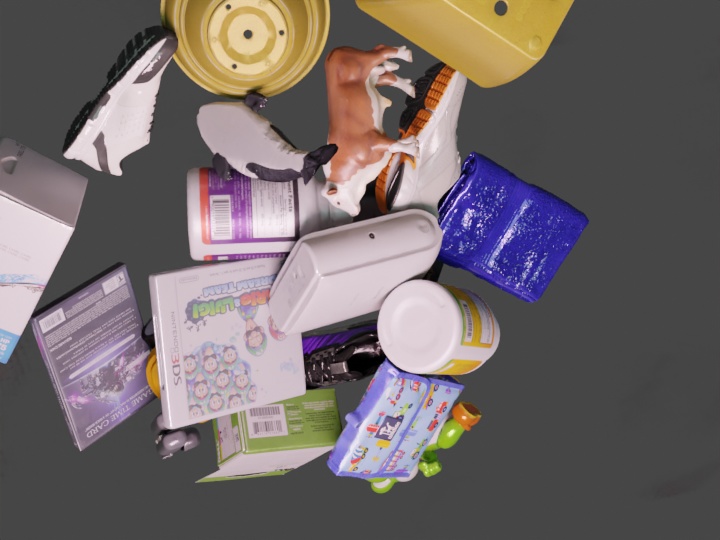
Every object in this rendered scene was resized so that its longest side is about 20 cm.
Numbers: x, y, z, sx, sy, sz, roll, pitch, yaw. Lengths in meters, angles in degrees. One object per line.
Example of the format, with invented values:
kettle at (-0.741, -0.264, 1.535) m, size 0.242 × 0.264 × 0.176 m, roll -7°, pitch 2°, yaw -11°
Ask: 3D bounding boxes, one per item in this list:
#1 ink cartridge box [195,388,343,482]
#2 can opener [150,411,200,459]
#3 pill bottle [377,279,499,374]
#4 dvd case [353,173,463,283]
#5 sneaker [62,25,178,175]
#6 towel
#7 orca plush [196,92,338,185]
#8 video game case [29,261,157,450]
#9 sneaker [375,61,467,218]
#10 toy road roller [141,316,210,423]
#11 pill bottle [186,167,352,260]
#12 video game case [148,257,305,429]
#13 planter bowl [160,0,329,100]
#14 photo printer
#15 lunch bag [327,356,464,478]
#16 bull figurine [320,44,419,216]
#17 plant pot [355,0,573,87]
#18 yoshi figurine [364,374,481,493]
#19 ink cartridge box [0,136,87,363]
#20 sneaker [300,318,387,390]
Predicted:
ink cartridge box at (-0.133, 0.228, 1.450) m, size 0.145 × 0.077 × 0.200 m, roll 0°, pitch 159°, yaw -30°
can opener at (-0.239, 0.210, 1.403) m, size 0.066 × 0.200 × 0.054 m, roll -17°, pitch 82°, yaw -18°
pill bottle at (0.109, 0.076, 1.363) m, size 0.111 × 0.112 × 0.199 m, roll -44°, pitch 158°, yaw 15°
dvd case at (0.050, -0.050, 1.390) m, size 0.146 × 0.016 × 0.203 m, roll 12°, pitch 115°, yaw -15°
sneaker at (-0.265, -0.196, 1.244) m, size 0.079 × 0.074 × 0.200 m, roll 30°, pitch 118°, yaw -27°
towel at (0.186, -0.048, 1.382) m, size 0.198 × 0.050 × 0.149 m, roll 24°, pitch 111°, yaw -24°
orca plush at (-0.103, -0.147, 1.249) m, size 0.071 × 0.197 × 0.107 m, roll 15°, pitch 85°, yaw -56°
video game case at (-0.333, 0.110, 1.368) m, size 0.142 × 0.019 × 0.203 m, roll -35°, pitch 128°, yaw -37°
sneaker at (0.092, -0.156, 1.311) m, size 0.091 × 0.076 × 0.203 m, roll 15°, pitch 107°, yaw -31°
toy road roller at (-0.181, 0.103, 1.362) m, size 0.198 × 0.147 × 0.124 m, roll -32°, pitch 118°, yaw 9°
pill bottle at (-0.110, -0.072, 1.301) m, size 0.196 × 0.112 × 0.113 m, roll -2°, pitch 118°, yaw -7°
video game case at (-0.158, 0.081, 1.308) m, size 0.197 × 0.024 × 0.186 m, roll -10°, pitch 100°, yaw -37°
planter bowl at (-0.128, -0.277, 1.207) m, size 0.196 × 0.084 × 0.204 m, roll -3°, pitch 117°, yaw -7°
photo printer at (0.000, 0.000, 1.300) m, size 0.197 × 0.070 × 0.167 m, roll -15°, pitch 158°, yaw -30°
lunch bag at (0.030, 0.184, 1.369) m, size 0.152 × 0.094 × 0.199 m, roll -59°, pitch 156°, yaw 9°
bull figurine at (0.008, -0.168, 1.247) m, size 0.119 × 0.065 × 0.204 m, roll -5°, pitch 84°, yaw 5°
plant pot at (0.141, -0.322, 1.145) m, size 0.198 × 0.176 × 0.202 m, roll 27°, pitch 97°, yaw -21°
yoshi figurine at (0.067, 0.238, 1.497) m, size 0.111 × 0.113 × 0.200 m, roll 38°, pitch 109°, yaw -13°
ink cartridge box at (-0.433, -0.032, 1.256) m, size 0.144 × 0.147 × 0.202 m, roll 26°, pitch 112°, yaw -19°
sneaker at (-0.038, 0.119, 1.410) m, size 0.197 × 0.100 × 0.071 m, roll -20°, pitch 102°, yaw -1°
